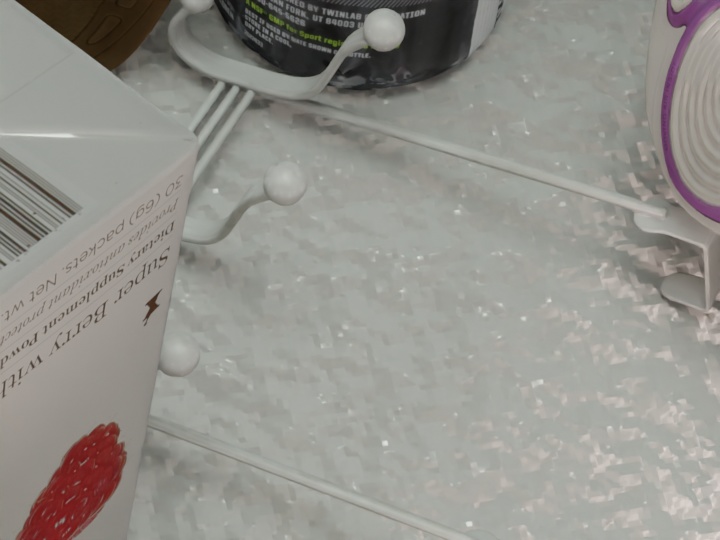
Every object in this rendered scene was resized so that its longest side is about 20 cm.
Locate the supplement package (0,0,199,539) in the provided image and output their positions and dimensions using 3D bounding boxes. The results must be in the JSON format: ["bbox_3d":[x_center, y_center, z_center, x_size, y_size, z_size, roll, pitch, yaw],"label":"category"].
[{"bbox_3d":[-0.133,0.030,0.710,0.120,0.200,0.121,36,52,18],"label":"supplement package"}]

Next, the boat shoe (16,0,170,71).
[{"bbox_3d":[-0.087,-0.157,0.864,0.072,0.201,0.072,-3,33,-17],"label":"boat shoe"}]

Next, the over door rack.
[{"bbox_3d":[0.000,0.000,0.831,0.199,0.067,0.148,25,59,11],"label":"over door rack"}]

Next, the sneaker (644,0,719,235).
[{"bbox_3d":[0.155,-0.022,0.842,0.099,0.075,0.201,-18,80,-48],"label":"sneaker"}]

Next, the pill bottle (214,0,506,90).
[{"bbox_3d":[0.007,-0.155,0.854,0.106,0.200,0.107,3,57,-4],"label":"pill bottle"}]
